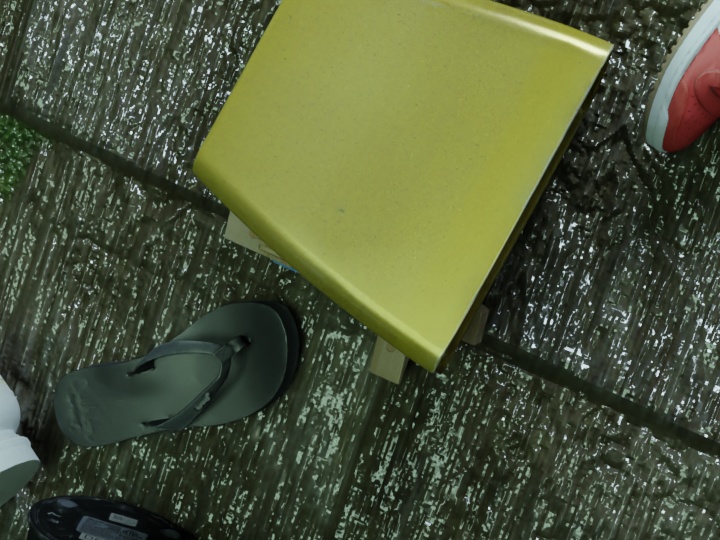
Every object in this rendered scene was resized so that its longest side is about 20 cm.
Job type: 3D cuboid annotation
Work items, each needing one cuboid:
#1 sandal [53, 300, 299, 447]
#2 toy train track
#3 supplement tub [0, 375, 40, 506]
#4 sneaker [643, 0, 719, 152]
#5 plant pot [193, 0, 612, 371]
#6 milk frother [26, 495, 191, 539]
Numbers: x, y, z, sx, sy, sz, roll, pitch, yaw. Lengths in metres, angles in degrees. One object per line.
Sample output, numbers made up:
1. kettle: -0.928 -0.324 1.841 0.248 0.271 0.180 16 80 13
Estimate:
1. sandal: -0.128 0.080 1.405 0.200 0.043 0.076 -23 86 24
2. toy train track: 0.000 0.000 1.350 0.200 0.033 0.115 23 111 26
3. supplement tub: -0.331 0.089 1.440 0.145 0.145 0.200 -40 79 22
4. sneaker: 0.259 -0.131 1.198 0.112 0.071 0.200 39 107 19
5. plant pot: 0.017 -0.071 1.190 0.176 0.200 0.200 29 89 4
6. milk frother: -0.180 0.277 1.364 0.180 0.200 0.188 19 103 17
